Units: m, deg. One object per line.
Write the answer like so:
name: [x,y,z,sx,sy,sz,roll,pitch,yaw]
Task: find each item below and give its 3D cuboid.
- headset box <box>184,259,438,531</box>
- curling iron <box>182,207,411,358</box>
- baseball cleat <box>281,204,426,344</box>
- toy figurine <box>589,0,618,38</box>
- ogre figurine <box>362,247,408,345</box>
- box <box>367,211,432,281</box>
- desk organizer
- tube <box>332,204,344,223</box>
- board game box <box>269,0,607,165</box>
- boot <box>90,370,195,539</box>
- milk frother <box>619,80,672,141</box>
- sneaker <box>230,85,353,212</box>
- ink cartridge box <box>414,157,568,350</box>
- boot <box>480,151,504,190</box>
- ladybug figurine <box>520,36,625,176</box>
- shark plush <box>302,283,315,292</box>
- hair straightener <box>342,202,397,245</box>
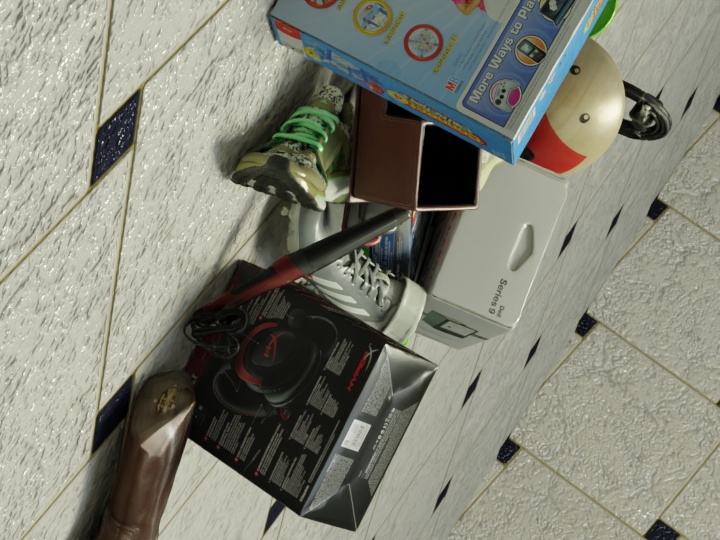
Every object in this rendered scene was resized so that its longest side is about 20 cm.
headset box: [-0.057,0.093,1.679,0.075,0.200,0.149,24,93,-49]
curling iron: [-0.047,0.006,1.645,0.199,0.050,0.026,-32,154,-4]
baseball cleat: [0.000,0.000,1.769,0.200,0.106,0.070,71,28,-58]
toy figurine: [0.228,-0.322,2.054,0.184,0.149,0.201,-46,152,-79]
ogre figurine: [0.031,0.024,2.069,0.120,0.098,0.200,-63,167,20]
box: [0.044,-0.085,1.862,0.137,0.040,0.201,93,10,-48]
desk organizer: [0.048,-0.147,1.603,0.071,0.077,0.201,-2,100,-39]
tube: [0.002,-0.066,1.878,0.058,0.052,0.200,-28,178,12]
board game box: [0.070,-0.208,1.492,0.201,0.195,0.056,-59,168,-11]
boot: [-0.183,0.189,1.614,0.187,0.064,0.201,-68,-179,-56]
milk frother: [0.174,-0.126,2.068,0.189,0.199,0.180,-62,158,1]
sneaker: [-0.043,-0.098,1.592,0.200,0.076,0.089,-35,141,-80]
ink cartridge box: [0.102,-0.017,1.889,0.200,0.084,0.147,144,-32,-77]
boot: [0.096,-0.162,1.742,0.200,0.072,0.155,-59,159,-59]
ladybug figurine: [0.147,-0.145,1.886,0.072,0.137,0.200,-16,-179,-38]
shark plush: [-0.033,0.062,1.916,0.091,0.083,0.200,-65,168,10]
hair straightener: [0.030,-0.123,1.699,0.077,0.041,0.201,-28,-134,63]
